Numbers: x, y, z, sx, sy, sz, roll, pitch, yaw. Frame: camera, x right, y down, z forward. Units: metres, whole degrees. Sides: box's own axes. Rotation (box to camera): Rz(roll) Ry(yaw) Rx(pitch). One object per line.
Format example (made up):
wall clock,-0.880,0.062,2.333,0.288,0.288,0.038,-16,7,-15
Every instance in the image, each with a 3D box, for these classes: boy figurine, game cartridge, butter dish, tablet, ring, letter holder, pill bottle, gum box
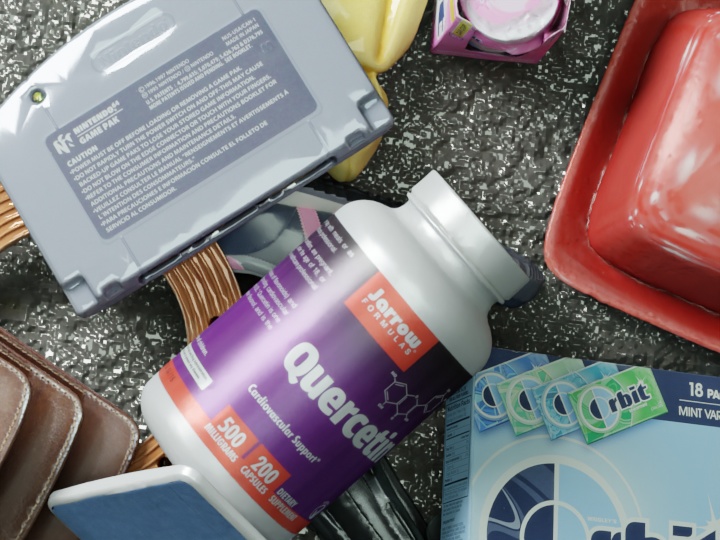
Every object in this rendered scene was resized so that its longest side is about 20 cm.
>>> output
boy figurine,-0.022,-0.151,1.412,0.123,0.064,0.202,1,82,-6
game cartridge,-0.098,-0.082,1.358,0.199,0.041,0.134,-31,83,-2
butter dish,0.224,-0.058,1.380,0.198,0.148,0.201,23,84,-1
tablet,-0.063,0.174,1.324,0.200,0.130,0.014,47,53,-23
ring,-0.158,0.042,1.391,0.199,0.019,0.202,0,93,6
letter holder,-0.223,0.136,1.339,0.142,0.101,0.201,33,92,1
pill bottle,-0.011,0.043,1.317,0.200,0.112,0.113,-42,89,3
gum box,0.083,-0.213,1.398,0.066,0.114,0.202,5,85,-4
gum box,0.126,0.151,1.370,0.169,0.045,0.202,7,76,-21

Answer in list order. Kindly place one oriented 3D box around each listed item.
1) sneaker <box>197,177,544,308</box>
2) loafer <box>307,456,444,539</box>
sneaker,0.000,0.000,1.406,0.198,0.070,0.083,17,100,2
loafer,0.035,0.157,1.387,0.070,0.068,0.201,-42,86,3
